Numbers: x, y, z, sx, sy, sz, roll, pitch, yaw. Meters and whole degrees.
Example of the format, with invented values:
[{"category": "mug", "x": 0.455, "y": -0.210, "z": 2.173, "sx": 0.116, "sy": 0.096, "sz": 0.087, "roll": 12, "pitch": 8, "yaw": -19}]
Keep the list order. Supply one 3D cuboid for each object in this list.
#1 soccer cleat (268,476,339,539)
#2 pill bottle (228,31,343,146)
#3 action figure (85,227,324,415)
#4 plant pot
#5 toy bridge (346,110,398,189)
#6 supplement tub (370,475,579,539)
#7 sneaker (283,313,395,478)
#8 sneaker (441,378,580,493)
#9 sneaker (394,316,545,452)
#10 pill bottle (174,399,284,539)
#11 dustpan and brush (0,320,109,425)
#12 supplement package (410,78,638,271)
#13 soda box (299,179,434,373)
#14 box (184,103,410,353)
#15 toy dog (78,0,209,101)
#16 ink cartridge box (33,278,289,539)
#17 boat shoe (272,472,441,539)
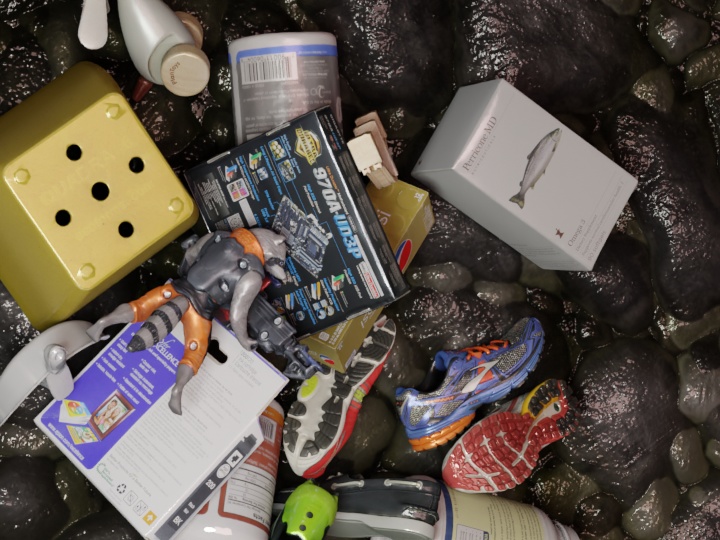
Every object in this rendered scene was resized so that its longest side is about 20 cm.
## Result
[{"category": "soccer cleat", "x": -0.073, "y": 0.286, "z": 1.638, "sx": 0.067, "sy": 0.201, "sz": 0.081, "roll": 27, "pitch": 50, "yaw": 6}, {"category": "pill bottle", "x": -0.073, "y": -0.137, "z": 1.662, "sx": 0.113, "sy": 0.114, "sz": 0.202, "roll": -5, "pitch": 93, "yaw": -21}, {"category": "action figure", "x": -0.129, "y": 0.039, "z": 1.519, "sx": 0.199, "sy": 0.105, "sz": 0.194, "roll": 35, "pitch": 69, "yaw": 22}, {"category": "plant pot", "x": -0.266, "y": -0.072, "z": 1.553, "sx": 0.199, "sy": 0.176, "sz": 0.201, "roll": -37, "pitch": 104, "yaw": -17}, {"category": "toy bridge", "x": 0.016, "y": -0.119, "z": 1.661, "sx": 0.027, "sy": 0.200, "sz": 0.068, "roll": -23, "pitch": 100, "yaw": 7}, {"category": "supplement tub", "x": 0.123, "y": 0.309, "z": 1.733, "sx": 0.198, "sy": 0.145, "sz": 0.147, "roll": 18, "pitch": 85, "yaw": -21}, {"category": "sneaker", "x": -0.026, "y": 0.130, "z": 1.715, "sx": 0.076, "sy": 0.085, "sz": 0.201, "roll": 22, "pitch": 60, "yaw": 17}, {"category": "sneaker", "x": 0.155, "y": 0.188, "z": 1.752, "sx": 0.199, "sy": 0.082, "sz": 0.078, "roll": -25, "pitch": 86, "yaw": -43}, {"category": "sneaker", "x": 0.120, "y": 0.111, "z": 1.769, "sx": 0.199, "sy": 0.075, "sz": 0.079, "roll": -39, "pitch": 101, "yaw": -18}, {"category": "pill bottle", "x": -0.141, "y": 0.224, "z": 1.613, "sx": 0.111, "sy": 0.112, "sz": 0.202, "roll": 17, "pitch": 65, "yaw": -21}, {"category": "dustpan and brush", "x": -0.291, "y": 0.090, "z": 1.531, "sx": 0.139, "sy": 0.200, "sz": 0.057, "roll": -40, "pitch": 76, "yaw": -17}, {"category": "supplement package", "x": 0.177, "y": -0.101, "z": 1.761, "sx": 0.199, "sy": 0.117, "sz": 0.118, "roll": 33, "pitch": 80, "yaw": -19}, {"category": "soda box", "x": 0.000, "y": 0.000, "z": 1.694, "sx": 0.067, "sy": 0.064, "sz": 0.201, "roll": 24, "pitch": 69, "yaw": 20}, {"category": "box", "x": -0.063, "y": -0.039, "z": 1.589, "sx": 0.158, "sy": 0.046, "sz": 0.202, "roll": -23, "pitch": 94, "yaw": 24}, {"category": "toy dog", "x": -0.236, "y": -0.241, "z": 1.607, "sx": 0.096, "sy": 0.132, "sz": 0.200, "roll": -40, "pitch": 99, "yaw": 16}, {"category": "ink cartridge box", "x": -0.189, "y": 0.135, "z": 1.583, "sx": 0.200, "sy": 0.198, "sz": 0.043, "roll": -47, "pitch": 145, "yaw": -8}, {"category": "boat shoe", "x": -0.004, "y": 0.239, "z": 1.671, "sx": 0.076, "sy": 0.198, "sz": 0.061, "roll": 46, "pitch": 54, "yaw": -53}]
